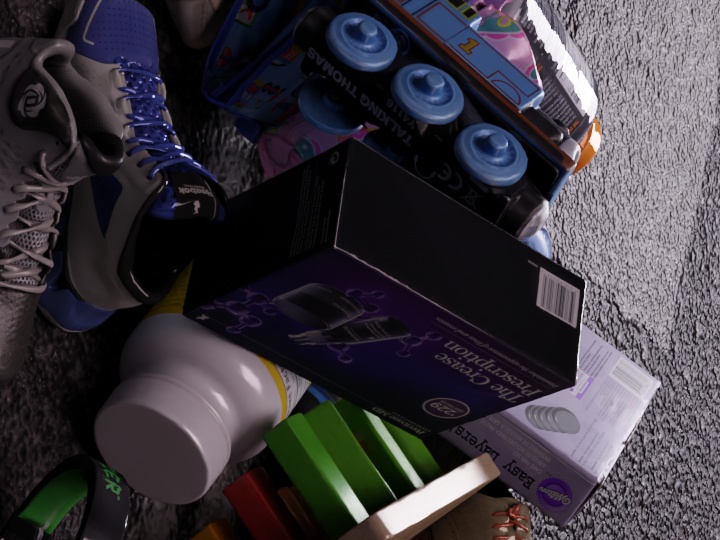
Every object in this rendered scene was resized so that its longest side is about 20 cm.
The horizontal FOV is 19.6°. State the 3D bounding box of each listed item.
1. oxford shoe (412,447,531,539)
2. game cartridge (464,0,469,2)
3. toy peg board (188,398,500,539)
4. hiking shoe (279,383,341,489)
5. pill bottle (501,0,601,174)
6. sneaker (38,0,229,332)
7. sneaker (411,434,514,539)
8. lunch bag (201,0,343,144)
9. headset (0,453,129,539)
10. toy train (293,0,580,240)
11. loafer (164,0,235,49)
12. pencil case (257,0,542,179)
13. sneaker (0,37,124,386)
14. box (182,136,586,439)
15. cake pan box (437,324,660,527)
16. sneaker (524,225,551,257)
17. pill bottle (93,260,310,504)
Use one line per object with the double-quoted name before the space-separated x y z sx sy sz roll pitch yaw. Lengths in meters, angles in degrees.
"oxford shoe" 0.084 0.190 1.395 0.070 0.075 0.200 17 29 -32
"game cartridge" 0.051 -0.098 1.507 0.201 0.038 0.130 -60 142 -20
"toy peg board" -0.042 0.162 1.339 0.098 0.199 0.200 56 23 9
"hiking shoe" -0.021 0.161 1.474 0.086 0.074 0.201 -13 105 -31
"pill bottle" 0.124 -0.155 1.663 0.200 0.106 0.107 50 49 -46
"sneaker" -0.127 -0.064 1.239 0.080 0.115 0.201 13 78 -48
"sneaker" 0.080 0.158 1.573 0.076 0.090 0.201 -39 141 -45
"lunch bag" -0.026 -0.173 1.388 0.200 0.094 0.150 -53 161 12
"headset" -0.183 0.200 1.154 0.094 0.123 0.201 35 88 -23
"toy train" 0.051 -0.102 1.284 0.114 0.200 0.087 -37 163 -41
"loafer" -0.070 -0.223 1.400 0.200 0.072 0.063 -49 146 -39
"pencil case" 0.029 -0.108 1.400 0.199 0.087 0.088 -34 123 -16
"sneaker" -0.182 -0.035 1.156 0.075 0.115 0.202 -5 93 -58
"box" 0.016 0.017 1.247 0.199 0.141 0.079 29 57 -33
"cake pan box" 0.110 0.073 1.484 0.052 0.184 0.200 -55 175 28
"sneaker" 0.105 0.021 1.619 0.201 0.073 0.082 78 31 -46
"pill bottle" -0.084 0.051 1.317 0.200 0.111 0.112 -54 133 -44
